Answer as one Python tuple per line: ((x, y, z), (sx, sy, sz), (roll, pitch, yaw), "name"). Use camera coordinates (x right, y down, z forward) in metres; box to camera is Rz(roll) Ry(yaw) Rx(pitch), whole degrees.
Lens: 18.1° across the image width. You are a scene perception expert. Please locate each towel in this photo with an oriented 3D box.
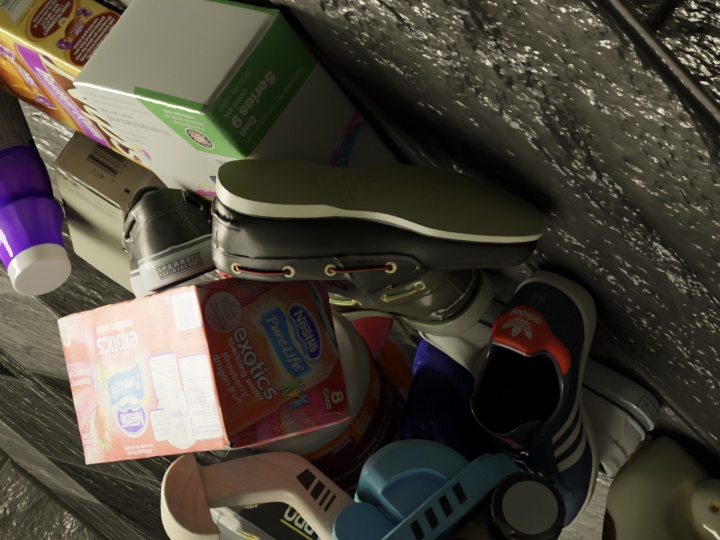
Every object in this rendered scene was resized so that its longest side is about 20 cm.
((0.076, 0.133, 1.601), (0.148, 0.049, 0.200), (54, -168, -9), "towel")

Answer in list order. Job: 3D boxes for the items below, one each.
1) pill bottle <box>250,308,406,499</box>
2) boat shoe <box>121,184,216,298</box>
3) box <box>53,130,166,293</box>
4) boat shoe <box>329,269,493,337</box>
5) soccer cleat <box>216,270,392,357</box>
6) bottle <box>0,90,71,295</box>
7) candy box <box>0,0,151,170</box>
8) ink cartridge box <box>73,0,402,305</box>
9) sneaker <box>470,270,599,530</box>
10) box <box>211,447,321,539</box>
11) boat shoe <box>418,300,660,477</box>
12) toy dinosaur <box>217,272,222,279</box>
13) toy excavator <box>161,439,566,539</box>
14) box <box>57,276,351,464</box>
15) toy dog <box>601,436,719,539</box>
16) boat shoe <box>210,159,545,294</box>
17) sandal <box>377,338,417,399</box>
((-0.019, 0.117, 1.595), (0.114, 0.115, 0.200), (25, 163, 31), "pill bottle")
((-0.126, -0.023, 1.452), (0.200, 0.069, 0.067), (-173, 62, -88), "boat shoe")
((-0.181, -0.058, 1.739), (0.068, 0.082, 0.200), (32, 162, 8), "box")
((0.001, -0.003, 1.549), (0.201, 0.072, 0.060), (8, 150, 45), "boat shoe")
((-0.067, 0.007, 1.695), (0.199, 0.077, 0.067), (33, 161, 5), "soccer cleat")
((-0.275, -0.074, 1.748), (0.084, 0.065, 0.201), (91, 157, -57), "bottle")
((-0.183, -0.137, 1.571), (0.199, 0.057, 0.117), (27, 161, 24), "candy box")
((-0.064, -0.079, 1.440), (0.145, 0.088, 0.200), (17, 157, 47), "ink cartridge box")
((0.107, 0.100, 1.464), (0.074, 0.084, 0.201), (16, 129, 29), "sneaker")
((-0.038, 0.190, 1.551), (0.161, 0.049, 0.200), (36, 165, 1), "box")
((0.107, 0.075, 1.554), (0.199, 0.067, 0.074), (25, 160, 33), "boat shoe")
((-0.071, 0.033, 1.779), (0.199, 0.077, 0.102), (30, 154, 6), "toy dinosaur")
((0.000, 0.156, 1.423), (0.200, 0.194, 0.100), (44, 156, 19), "toy excavator")
((-0.101, 0.062, 1.429), (0.199, 0.094, 0.104), (-14, 87, 57), "box")
((0.200, 0.224, 1.542), (0.193, 0.201, 0.140), (36, 163, -3), "toy dog")
((0.009, -0.023, 1.350), (0.199, 0.064, 0.074), (3, -150, -8), "boat shoe")
((-0.026, 0.095, 1.720), (0.205, 0.080, 0.059), (5, 135, -23), "sandal")
